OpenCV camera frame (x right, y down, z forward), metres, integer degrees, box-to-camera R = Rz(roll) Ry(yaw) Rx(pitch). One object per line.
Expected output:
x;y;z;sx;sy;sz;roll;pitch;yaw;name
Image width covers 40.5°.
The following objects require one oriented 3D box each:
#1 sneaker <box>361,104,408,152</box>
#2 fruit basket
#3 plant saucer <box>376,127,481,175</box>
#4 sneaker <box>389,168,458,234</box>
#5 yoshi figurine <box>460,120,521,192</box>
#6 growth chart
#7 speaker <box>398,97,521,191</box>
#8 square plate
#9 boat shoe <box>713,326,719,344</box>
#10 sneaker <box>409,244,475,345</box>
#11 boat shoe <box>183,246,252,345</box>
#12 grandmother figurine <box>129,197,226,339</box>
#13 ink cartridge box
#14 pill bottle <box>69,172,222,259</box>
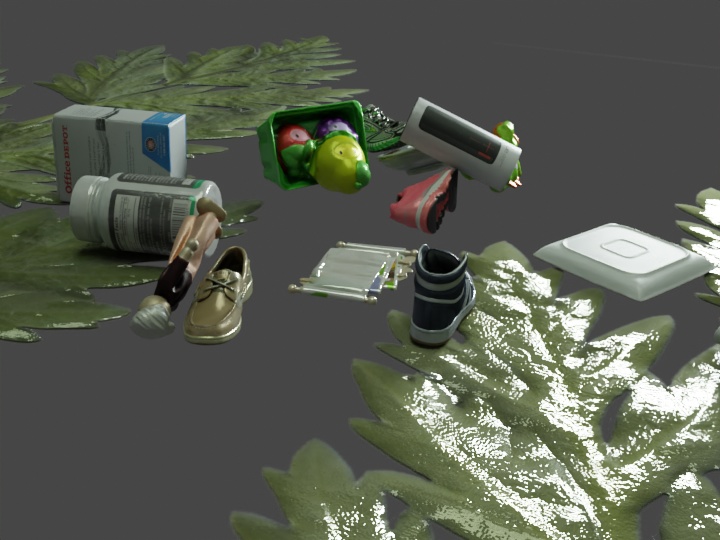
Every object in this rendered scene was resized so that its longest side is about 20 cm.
0.028;-0.272;1.863;0.077;0.086;0.199;-21;19;-37;sneaker
-0.061;-0.211;1.710;0.212;0.158;0.216;-8;9;1;fruit basket
0.130;-0.212;1.781;0.197;0.051;0.200;-15;9;3;plant saucer
0.105;-0.125;1.599;0.086;0.075;0.200;9;25;18;sneaker
0.235;-0.209;1.771;0.110;0.114;0.201;-4;25;9;yoshi figurine
0.000;0.000;1.377;0.143;0.018;0.200;11;25;17;growth chart
0.168;-0.211;1.641;0.198;0.082;0.081;27;25;-1;speaker
0.394;-0.022;1.454;0.198;0.029;0.197;-17;30;-37;square plate
0.522;0.053;1.240;0.198;0.075;0.066;-20;35;-39;boat shoe
0.112;0.006;1.260;0.069;0.110;0.200;9;25;14;sneaker
-0.178;0.030;1.233;0.071;0.066;0.200;5;24;6;boat shoe
-0.230;0.007;1.226;0.060;0.122;0.201;18;50;6;grandmother figurine
-0.389;-0.184;1.593;0.197;0.147;0.084;6;23;9;ink cartridge box
-0.308;-0.081;1.410;0.197;0.115;0.113;6;24;8;pill bottle
